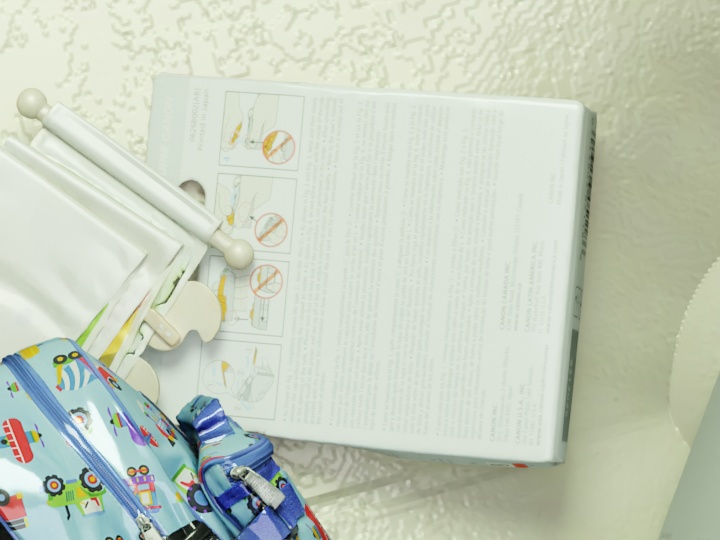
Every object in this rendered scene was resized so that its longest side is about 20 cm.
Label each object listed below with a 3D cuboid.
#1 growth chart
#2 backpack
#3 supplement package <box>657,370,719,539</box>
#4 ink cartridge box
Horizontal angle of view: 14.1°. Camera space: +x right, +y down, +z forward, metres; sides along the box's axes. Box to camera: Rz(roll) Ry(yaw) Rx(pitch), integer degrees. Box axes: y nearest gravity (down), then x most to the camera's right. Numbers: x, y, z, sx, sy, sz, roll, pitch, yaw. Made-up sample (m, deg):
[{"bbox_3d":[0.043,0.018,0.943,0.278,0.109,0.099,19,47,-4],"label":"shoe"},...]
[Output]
[{"bbox_3d":[-0.155,0.023,1.276,0.145,0.018,0.200,44,91,-1],"label":"growth chart"},{"bbox_3d":[-0.096,0.109,1.199,0.134,0.183,0.200,-36,92,-8],"label":"backpack"},{"bbox_3d":[0.216,0.116,1.220,0.146,0.191,0.201,21,85,-3],"label":"supplement package"},{"bbox_3d":[0.000,0.000,1.298,0.199,0.050,0.163,5,86,14],"label":"ink cartridge box"}]
